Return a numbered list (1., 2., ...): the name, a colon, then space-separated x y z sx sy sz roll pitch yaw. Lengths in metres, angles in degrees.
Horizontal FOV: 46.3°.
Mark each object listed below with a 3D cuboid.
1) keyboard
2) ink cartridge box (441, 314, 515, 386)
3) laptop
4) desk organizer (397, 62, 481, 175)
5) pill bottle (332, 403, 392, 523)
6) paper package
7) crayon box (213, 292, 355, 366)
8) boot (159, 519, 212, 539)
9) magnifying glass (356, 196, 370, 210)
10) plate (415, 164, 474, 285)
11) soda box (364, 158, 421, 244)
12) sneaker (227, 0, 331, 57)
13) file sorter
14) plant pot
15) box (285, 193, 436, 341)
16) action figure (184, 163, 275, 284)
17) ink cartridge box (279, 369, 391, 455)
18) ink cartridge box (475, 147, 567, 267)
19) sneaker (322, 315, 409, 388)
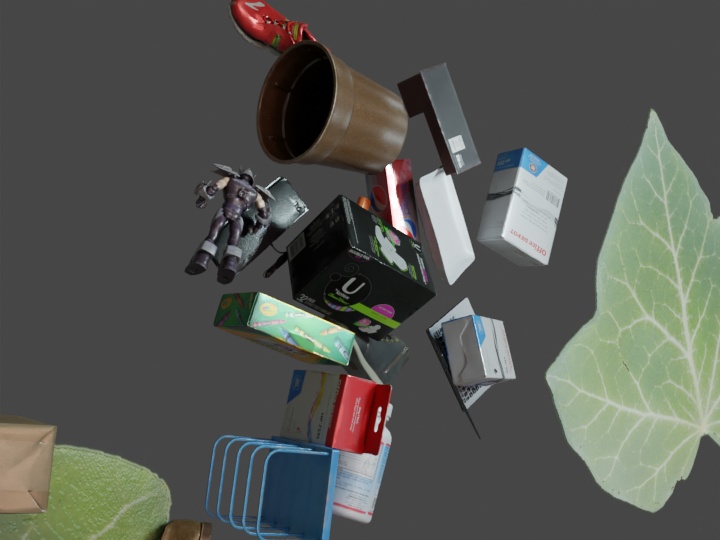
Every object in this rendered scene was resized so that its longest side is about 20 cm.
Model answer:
1. keyboard: -0.159 -0.055 1.402 0.200 0.021 0.128 -44 107 -29
2. ink cartridge box: 0.229 0.152 1.570 0.199 0.067 0.118 14 62 -60
3. laptop: 0.214 0.181 1.610 0.199 0.115 0.189 -36 109 -33
4. desk organizer: 0.148 -0.281 1.603 0.071 0.077 0.202 -26 99 -35
5. pill bottle: -0.009 0.318 1.437 0.108 0.108 0.202 27 71 -33
6. paper package: -0.489 0.229 1.025 0.189 0.199 0.105 10 81 -35
7. crayon box: -0.122 0.096 1.359 0.199 0.118 0.059 26 72 -33
8. boot: -0.282 0.475 1.259 0.075 0.074 0.203 15 73 -16
9. magnifying glass: -0.023 -0.038 1.505 0.079 0.022 0.202 29 72 -32
10. plate: 0.155 -0.089 1.590 0.200 0.032 0.202 -37 112 -65
11. soda box: 0.060 -0.099 1.538 0.063 0.070 0.203 -8 92 -37
12. sneaker: -0.127 -0.402 1.405 0.199 0.084 0.078 30 70 -32
13. file sorter: -0.141 0.329 1.284 0.121 0.199 0.141 13 80 -31
14. plant pot: -0.039 -0.255 1.410 0.197 0.199 0.203 11 80 -44
15. box: 0.000 0.000 1.391 0.199 0.148 0.125 28 34 -34
16. action figure: -0.209 -0.082 1.327 0.129 0.069 0.202 23 63 -13
17. ink cartridge box: -0.042 0.227 1.360 0.067 0.199 0.118 20 75 -34
18. ink cartridge box: 0.335 -0.127 1.737 0.146 0.085 0.202 27 73 -32
19. sneaker: 0.009 0.125 1.493 0.106 0.074 0.201 -51 125 -33
